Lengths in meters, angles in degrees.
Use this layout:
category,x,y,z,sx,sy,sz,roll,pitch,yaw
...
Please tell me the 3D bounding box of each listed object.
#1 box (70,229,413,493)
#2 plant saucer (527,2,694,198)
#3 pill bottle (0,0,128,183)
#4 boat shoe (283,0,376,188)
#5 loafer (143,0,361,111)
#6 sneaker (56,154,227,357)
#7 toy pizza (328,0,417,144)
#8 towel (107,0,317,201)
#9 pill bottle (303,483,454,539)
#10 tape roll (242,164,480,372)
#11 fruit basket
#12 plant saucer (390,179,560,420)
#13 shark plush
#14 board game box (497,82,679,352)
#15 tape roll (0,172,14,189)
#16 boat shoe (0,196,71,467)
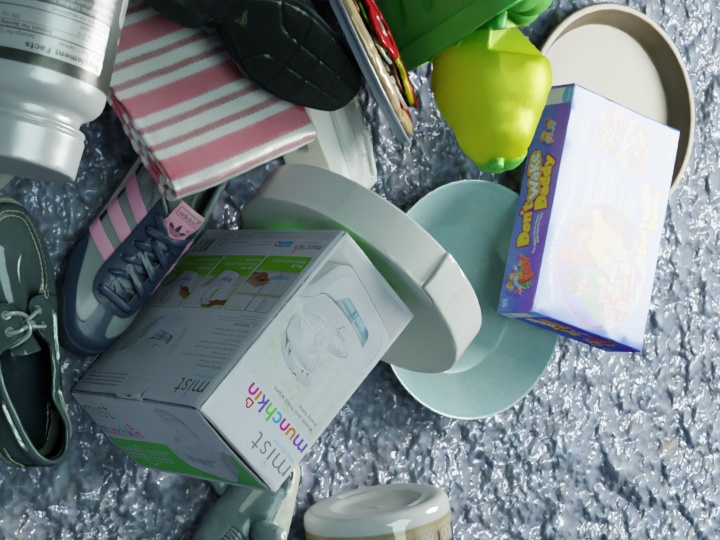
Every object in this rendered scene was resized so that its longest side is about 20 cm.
category,x,y,z,sx,sy,sz,roll,pitch,yaw
box,-0.092,0.061,1.537,0.097,0.200,0.177,49,65,-25
plant saucer,0.216,-0.137,1.847,0.199,0.029,0.201,0,91,-35
pill bottle,-0.224,-0.169,1.449,0.113,0.114,0.201,16,82,-33
boat shoe,-0.032,-0.144,1.651,0.068,0.072,0.201,-35,112,-40
loafer,-0.082,-0.192,1.545,0.200,0.072,0.073,36,107,-23
sneaker,-0.160,-0.025,1.558,0.070,0.082,0.201,36,72,-31
toy pizza,0.003,-0.192,1.610,0.032,0.200,0.201,-25,108,4
towel,-0.136,-0.155,1.555,0.146,0.030,0.201,-25,79,-35
pill bottle,0.025,0.282,1.671,0.119,0.119,0.201,-13,99,-33
tape roll,0.000,0.000,1.583,0.203,0.202,0.037,49,65,-25
fruit basket,0.110,-0.189,1.667,0.155,0.215,0.217,-30,107,-30
plant saucer,0.085,0.024,1.754,0.200,0.039,0.202,-1,91,-35
shark plush,-0.090,0.163,1.624,0.083,0.091,0.201,12,88,-4
board game box,0.198,-0.043,1.783,0.134,0.045,0.201,20,77,-36
tape roll,-0.316,-0.137,1.477,0.202,0.037,0.204,0,91,-34
boat shoe,-0.242,0.047,1.506,0.073,0.062,0.201,-11,104,-34
